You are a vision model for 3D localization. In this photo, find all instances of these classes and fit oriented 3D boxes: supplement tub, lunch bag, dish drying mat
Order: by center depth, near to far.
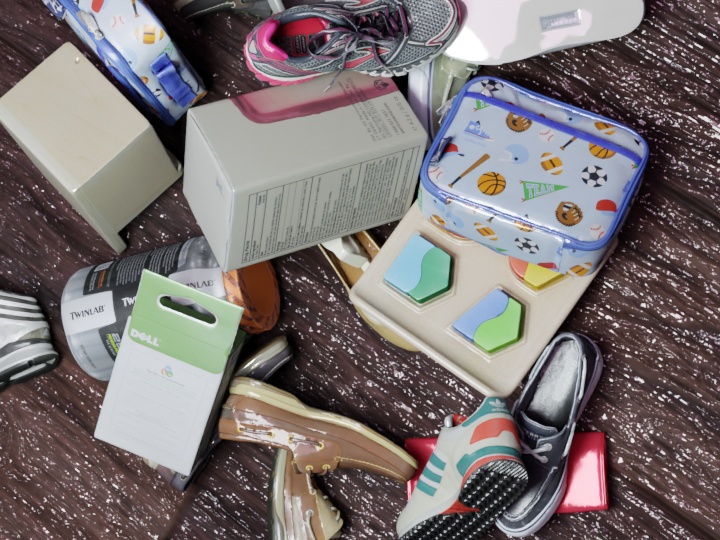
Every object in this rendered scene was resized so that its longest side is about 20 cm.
[{"bbox_3d":[0.156,-0.094,1.339,0.200,0.076,0.160,24,65,12],"label":"lunch bag"},{"bbox_3d":[0.140,0.196,1.401,0.200,0.018,0.077,-5,85,22],"label":"dish drying mat"},{"bbox_3d":[-0.232,-0.231,1.448,0.076,0.200,0.160,-40,73,-1],"label":"lunch bag"},{"bbox_3d":[-0.191,0.035,1.476,0.200,0.123,0.123,-15,84,21],"label":"supplement tub"}]

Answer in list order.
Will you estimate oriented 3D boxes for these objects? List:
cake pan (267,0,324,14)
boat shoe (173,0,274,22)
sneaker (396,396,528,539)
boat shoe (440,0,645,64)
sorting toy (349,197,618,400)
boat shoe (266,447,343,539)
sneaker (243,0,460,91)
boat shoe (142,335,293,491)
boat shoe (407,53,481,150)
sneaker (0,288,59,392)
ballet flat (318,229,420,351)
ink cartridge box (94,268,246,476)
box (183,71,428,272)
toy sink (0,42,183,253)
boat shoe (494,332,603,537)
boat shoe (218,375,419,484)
[{"bbox_3d":[-0.015,-0.294,1.391,0.037,0.200,0.200,5,91,53],"label":"cake pan"},{"bbox_3d":[-0.096,-0.283,1.473,0.201,0.072,0.066,-17,103,22],"label":"boat shoe"},{"bbox_3d":[0.094,0.190,1.363,0.200,0.070,0.093,126,151,-49],"label":"sneaker"},{"bbox_3d":[0.163,-0.237,1.360,0.200,0.069,0.072,-12,96,7],"label":"boat shoe"},{"bbox_3d":[0.115,-0.005,1.369,0.185,0.036,0.200,34,80,17],"label":"sorting toy"},{"bbox_3d":[-0.056,0.256,1.453,0.074,0.076,0.200,3,80,-7],"label":"boat shoe"},{"bbox_3d":[-0.003,-0.210,1.306,0.200,0.075,0.081,-16,89,-10],"label":"sneaker"},{"bbox_3d":[-0.135,0.147,1.484,0.200,0.072,0.065,-43,90,11],"label":"boat shoe"},{"bbox_3d":[0.088,-0.215,1.402,0.062,0.072,0.200,7,90,17],"label":"boat shoe"},{"bbox_3d":[-0.433,0.082,1.604,0.200,0.076,0.115,-21,73,11],"label":"sneaker"},{"bbox_3d":[0.000,0.000,1.435,0.069,0.063,0.200,-42,75,17],"label":"ballet flat"},{"bbox_3d":[-0.177,0.089,1.394,0.104,0.059,0.200,22,117,4],"label":"ink cartridge box"},{"bbox_3d":[-0.055,-0.099,1.363,0.200,0.128,0.109,-17,59,-21],"label":"box"},{"bbox_3d":[-0.269,-0.123,1.493,0.112,0.200,0.130,-43,73,-9],"label":"toy sink"},{"bbox_3d":[0.168,0.152,1.348,0.072,0.068,0.200,24,91,24],"label":"boat shoe"},{"bbox_3d":[-0.043,0.169,1.410,0.200,0.072,0.068,22,77,1],"label":"boat shoe"}]
